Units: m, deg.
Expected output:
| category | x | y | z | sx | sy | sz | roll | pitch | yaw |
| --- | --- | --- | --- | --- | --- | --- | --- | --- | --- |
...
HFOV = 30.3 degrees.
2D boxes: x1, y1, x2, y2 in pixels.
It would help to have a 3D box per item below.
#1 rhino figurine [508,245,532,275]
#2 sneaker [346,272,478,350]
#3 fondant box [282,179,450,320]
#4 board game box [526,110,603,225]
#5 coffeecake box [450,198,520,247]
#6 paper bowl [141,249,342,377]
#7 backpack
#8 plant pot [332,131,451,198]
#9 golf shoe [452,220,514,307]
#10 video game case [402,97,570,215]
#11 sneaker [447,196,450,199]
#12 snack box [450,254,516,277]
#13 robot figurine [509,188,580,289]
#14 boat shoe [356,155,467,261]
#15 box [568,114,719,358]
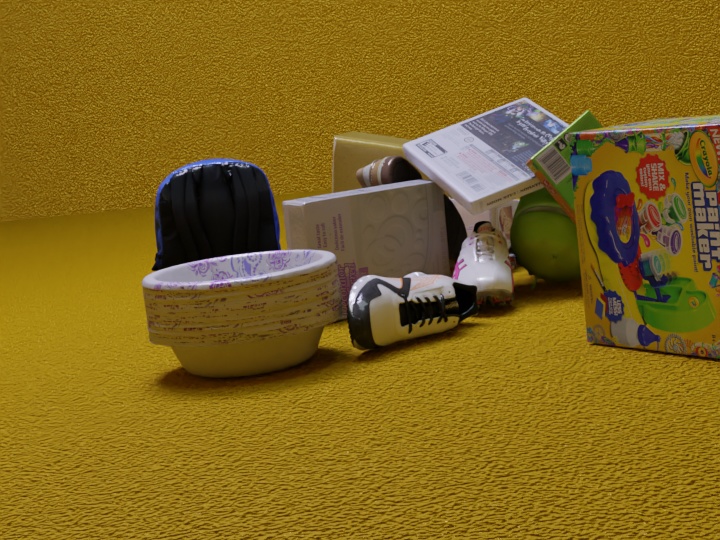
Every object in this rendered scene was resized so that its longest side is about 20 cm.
| category | x | y | z | sx | sy | sz | roll | pitch | yaw |
| --- | --- | --- | --- | --- | --- | --- | --- | --- | --- |
| rhino figurine | 0.273 | -0.040 | 1.760 | 0.199 | 0.088 | 0.060 | -13 | 48 | -31 |
| sneaker | 0.055 | 0.036 | 1.381 | 0.079 | 0.074 | 0.199 | 0 | 10 | 32 |
| fondant box | 0.011 | -0.025 | 1.602 | 0.198 | 0.146 | 0.058 | -11 | 10 | -29 |
| board game box | 0.288 | -0.076 | 1.523 | 0.095 | 0.200 | 0.030 | -39 | -4 | -14 |
| coffeecake box | 0.191 | -0.064 | 1.903 | 0.199 | 0.074 | 0.153 | -1 | 1 | -45 |
| paper bowl | -0.116 | 0.045 | 1.344 | 0.199 | 0.105 | 0.201 | -6 | 7 | 1 |
| backpack | -0.183 | -0.037 | 1.658 | 0.161 | 0.202 | 0.168 | -9 | 8 | -12 |
| plant pot | 0.065 | -0.117 | 2.120 | 0.198 | 0.198 | 0.194 | 3 | 9 | 8 |
| golf shoe | 0.140 | -0.007 | 1.561 | 0.072 | 0.093 | 0.200 | -5 | 9 | 4 |
| video game case | 0.171 | -0.142 | 1.615 | 0.181 | 0.024 | 0.200 | -22 | 31 | -13 |
| sneaker | 0.025 | -0.068 | 1.829 | 0.199 | 0.077 | 0.089 | -24 | -36 | 19 |
| snack box | 0.121 | -0.009 | 1.849 | 0.071 | 0.025 | 0.199 | -13 | 10 | -37 |
| robot figurine | 0.252 | -0.073 | 1.633 | 0.115 | 0.201 | 0.176 | 24 | -31 | 1 |
| boat shoe | 0.067 | -0.081 | 1.746 | 0.076 | 0.200 | 0.072 | -5 | 50 | 38 |
| box | 0.303 | -0.036 | 1.205 | 0.121 | 0.202 | 0.192 | -11 | 8 | -32 |
